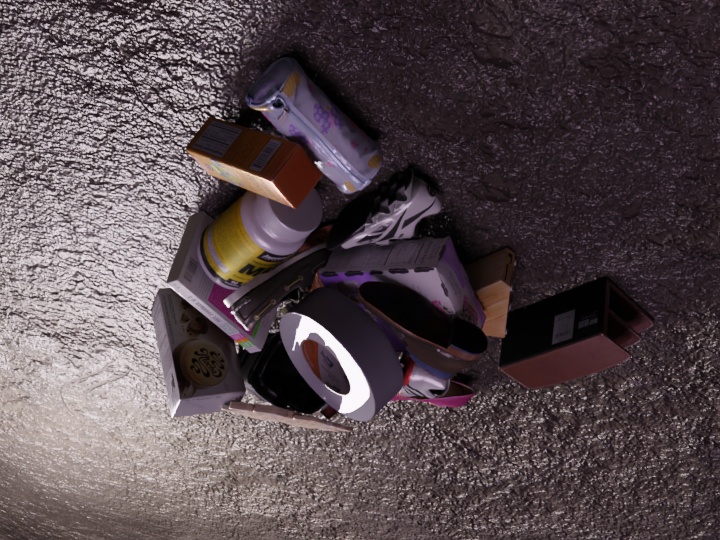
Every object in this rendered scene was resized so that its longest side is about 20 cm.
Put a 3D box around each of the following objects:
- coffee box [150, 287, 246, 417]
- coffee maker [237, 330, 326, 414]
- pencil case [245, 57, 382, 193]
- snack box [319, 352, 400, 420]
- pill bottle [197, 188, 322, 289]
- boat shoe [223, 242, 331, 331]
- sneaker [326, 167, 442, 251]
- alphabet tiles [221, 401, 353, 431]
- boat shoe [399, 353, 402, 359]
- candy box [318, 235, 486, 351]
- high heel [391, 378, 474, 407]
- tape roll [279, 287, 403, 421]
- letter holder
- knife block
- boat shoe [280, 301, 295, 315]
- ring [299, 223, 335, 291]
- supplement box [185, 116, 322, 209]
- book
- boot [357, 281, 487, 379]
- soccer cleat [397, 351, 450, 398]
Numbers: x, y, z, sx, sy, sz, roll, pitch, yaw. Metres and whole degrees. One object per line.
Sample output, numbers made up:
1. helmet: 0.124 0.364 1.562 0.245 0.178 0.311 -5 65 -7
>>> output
1. coffee box: -0.270 0.130 1.854 0.112 0.202 0.080 -4 152 -24
2. coffee maker: -0.147 0.168 1.887 0.190 0.136 0.200 10 172 -10
3. pencil case: -0.056 -0.187 1.465 0.083 0.091 0.200 -45 125 5
4. snack box: 0.004 0.169 1.799 0.024 0.072 0.200 40 134 -6
5. pill bottle: -0.148 -0.059 1.651 0.114 0.115 0.200 30 142 -22
6. boat shoe: -0.109 0.021 1.649 0.061 0.201 0.072 56 144 3
7. sneaker: 0.034 -0.065 1.612 0.088 0.075 0.199 33 138 -29
8. alphabet tiles: -0.119 0.237 1.818 0.194 0.015 0.199 2 166 33
9. boat shoe: 0.088 0.133 1.857 0.074 0.063 0.200 8 157 28
10. candy box: 0.064 0.038 1.659 0.198 0.072 0.169 -3 132 31
11. high heel: 0.097 0.197 1.947 0.198 0.068 0.096 23 154 -20
12. tape roll: -0.029 0.125 1.666 0.200 0.066 0.201 36 149 26
13. letter holder: 0.336 0.116 1.733 0.142 0.101 0.199 35 140 -30
14. knife block: 0.145 0.040 1.725 0.173 0.064 0.201 8 145 8
15. boat shoe: -0.039 0.103 1.878 0.199 0.065 0.072 33 -177 5
16. ring: 0.000 0.000 1.740 0.198 0.019 0.202 12 135 11
17. supplement box: -0.145 -0.147 1.500 0.199 0.069 0.067 25 162 44
18. book: -0.209 0.021 1.764 0.048 0.135 0.200 -14 135 35
19. boot: 0.073 0.092 1.597 0.199 0.075 0.097 28 137 -5
20. soccer cleat: 0.095 0.168 1.731 0.084 0.069 0.200 22 169 5
